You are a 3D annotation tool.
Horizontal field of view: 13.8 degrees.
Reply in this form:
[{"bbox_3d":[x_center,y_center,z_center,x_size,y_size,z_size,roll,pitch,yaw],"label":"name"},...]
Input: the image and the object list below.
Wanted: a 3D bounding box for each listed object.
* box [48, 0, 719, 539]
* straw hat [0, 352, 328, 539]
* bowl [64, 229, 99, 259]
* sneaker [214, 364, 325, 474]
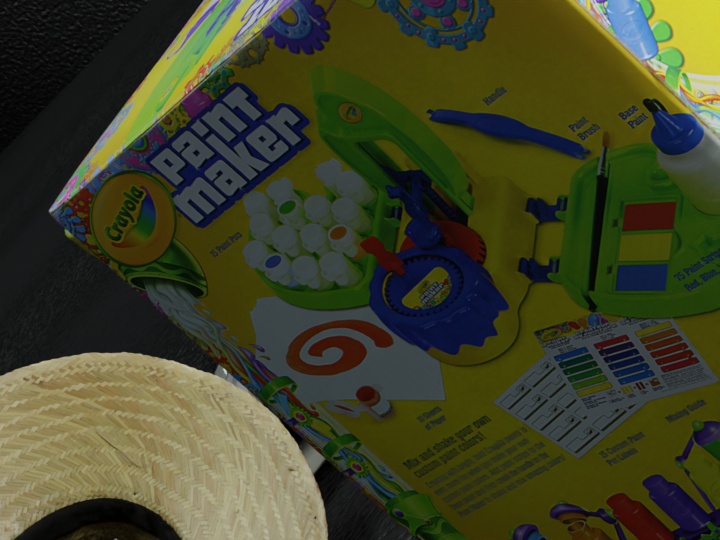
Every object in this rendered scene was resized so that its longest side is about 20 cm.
[{"bbox_3d":[0.058,-0.029,0.787,0.200,0.193,0.122,-34,18,50],"label":"box"},{"bbox_3d":[-0.101,0.137,1.104,0.201,0.200,0.085,-55,-28,-27],"label":"straw hat"},{"bbox_3d":[-0.049,-0.059,1.523,0.200,0.108,0.200,-46,11,12],"label":"bowl"},{"bbox_3d":[0.000,0.000,1.178,0.089,0.074,0.201,-124,53,-77],"label":"sneaker"}]
